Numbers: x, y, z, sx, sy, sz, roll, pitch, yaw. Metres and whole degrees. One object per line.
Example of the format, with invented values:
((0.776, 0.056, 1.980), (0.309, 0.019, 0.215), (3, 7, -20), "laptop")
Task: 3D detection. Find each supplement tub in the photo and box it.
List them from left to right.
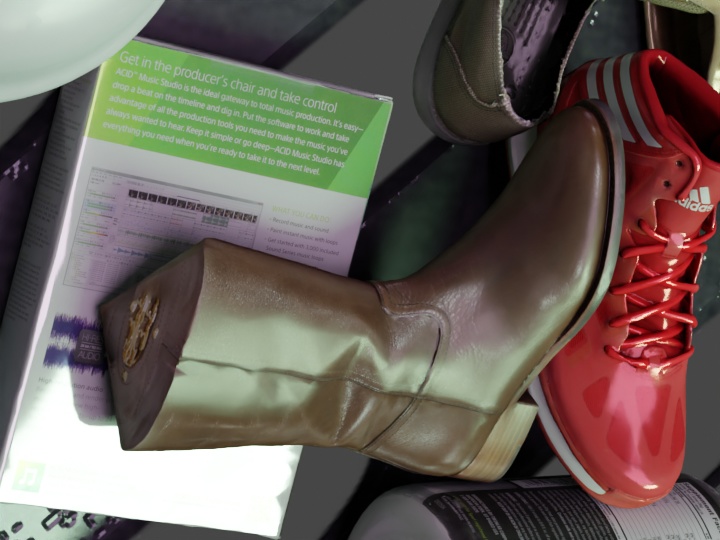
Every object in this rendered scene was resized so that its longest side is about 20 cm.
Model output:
((0.099, 0.154, 1.183), (0.200, 0.122, 0.123), (1, 102, -33), "supplement tub")

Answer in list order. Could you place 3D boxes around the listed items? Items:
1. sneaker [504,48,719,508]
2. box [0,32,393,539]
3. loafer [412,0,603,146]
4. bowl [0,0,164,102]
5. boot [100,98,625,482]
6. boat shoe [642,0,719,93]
((0.123, -0.001, 1.125), (0.078, 0.115, 0.200), (-9, 82, -32), "sneaker")
((-0.075, 0.007, 1.089), (0.144, 0.036, 0.200), (12, 97, -34), "box")
((0.088, -0.146, 1.130), (0.075, 0.070, 0.200), (14, 95, -34), "loafer")
((-0.135, -0.159, 0.956), (0.201, 0.090, 0.202), (-3, 97, -24), "bowl")
((0.000, 0.000, 1.070), (0.200, 0.064, 0.187), (11, 105, -31), "boot")
((0.155, -0.140, 1.173), (0.064, 0.071, 0.200), (-25, 115, -26), "boat shoe")
